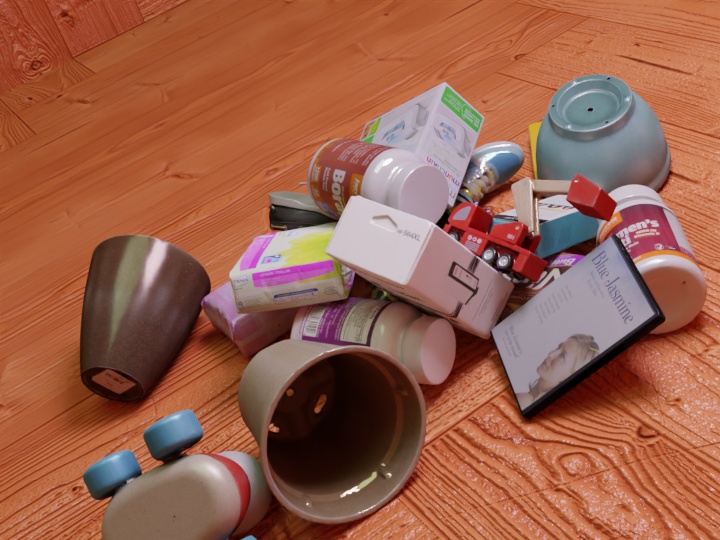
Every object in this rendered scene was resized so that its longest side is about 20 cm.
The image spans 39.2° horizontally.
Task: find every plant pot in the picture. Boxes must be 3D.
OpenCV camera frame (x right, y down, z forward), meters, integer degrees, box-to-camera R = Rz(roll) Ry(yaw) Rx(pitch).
[{"bbox_3d":[0.345,-0.199,1.480,0.199,0.134,0.201,-13,48,14],"label":"plant pot"},{"bbox_3d":[-0.334,0.083,1.483,0.186,0.187,0.201,-7,49,22],"label":"plant pot"},{"bbox_3d":[-0.053,0.166,1.179,0.200,0.201,0.183,-32,21,-17],"label":"plant pot"}]

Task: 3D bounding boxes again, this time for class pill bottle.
[{"bbox_3d":[0.357,-0.021,1.269,0.109,0.110,0.200,-14,32,11],"label":"pill bottle"},{"bbox_3d":[0.017,0.093,1.297,0.199,0.113,0.112,5,40,35],"label":"pill bottle"},{"bbox_3d":[0.024,-0.114,1.370,0.112,0.113,0.200,-37,31,-24],"label":"pill bottle"}]

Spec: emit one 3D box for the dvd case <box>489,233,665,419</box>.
[{"bbox_3d":[0.248,0.065,1.186,0.200,0.018,0.143,-41,37,21],"label":"dvd case"}]

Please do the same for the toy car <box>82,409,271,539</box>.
[{"bbox_3d":[-0.174,0.266,1.145,0.177,0.185,0.200,-34,-14,18],"label":"toy car"}]

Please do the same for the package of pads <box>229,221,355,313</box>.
[{"bbox_3d":[-0.081,-0.009,1.373,0.154,0.069,0.200,-10,16,7],"label":"package of pads"}]

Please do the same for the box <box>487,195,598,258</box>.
[{"bbox_3d":[0.261,-0.062,1.377,0.082,0.049,0.200,10,19,40],"label":"box"}]

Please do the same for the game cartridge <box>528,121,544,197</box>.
[{"bbox_3d":[0.361,-0.195,1.615,0.175,0.033,0.200,-12,35,15],"label":"game cartridge"}]

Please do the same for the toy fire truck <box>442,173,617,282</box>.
[{"bbox_3d":[0.203,-0.064,1.260,0.200,0.049,0.142,26,89,44],"label":"toy fire truck"}]

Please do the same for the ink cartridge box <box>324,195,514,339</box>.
[{"bbox_3d":[0.074,-0.002,1.255,0.146,0.200,0.085,22,84,43],"label":"ink cartridge box"}]

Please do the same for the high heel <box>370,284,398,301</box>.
[{"bbox_3d":[0.000,0.000,1.482,0.199,0.072,0.142,18,41,34],"label":"high heel"}]

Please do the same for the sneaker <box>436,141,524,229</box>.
[{"bbox_3d":[0.173,-0.120,1.565,0.199,0.080,0.131,-27,28,9],"label":"sneaker"}]

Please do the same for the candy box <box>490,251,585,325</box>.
[{"bbox_3d":[0.208,0.023,1.343,0.199,0.057,0.117,11,44,43],"label":"candy box"}]

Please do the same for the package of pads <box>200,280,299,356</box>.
[{"bbox_3d":[-0.125,0.036,1.504,0.200,0.076,0.120,-33,36,-18],"label":"package of pads"}]

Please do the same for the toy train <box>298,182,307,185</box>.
[{"bbox_3d":[-0.005,-0.197,1.791,0.199,0.085,0.116,-10,23,18],"label":"toy train"}]

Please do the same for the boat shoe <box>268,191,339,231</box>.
[{"bbox_3d":[-0.051,-0.070,1.514,0.200,0.061,0.072,16,18,30],"label":"boat shoe"}]

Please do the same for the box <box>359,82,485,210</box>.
[{"bbox_3d":[0.072,-0.161,1.541,0.200,0.097,0.177,-18,42,52],"label":"box"}]
